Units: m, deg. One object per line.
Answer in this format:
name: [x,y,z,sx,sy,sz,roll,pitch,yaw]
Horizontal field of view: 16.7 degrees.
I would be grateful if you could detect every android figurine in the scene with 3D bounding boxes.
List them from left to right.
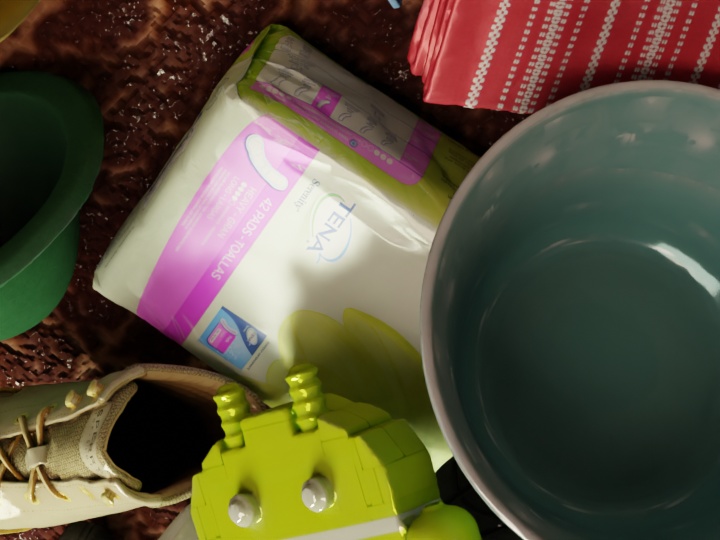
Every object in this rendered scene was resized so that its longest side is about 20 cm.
android figurine: [-0.011,0.139,1.047,0.181,0.041,0.201,-14,93,43]

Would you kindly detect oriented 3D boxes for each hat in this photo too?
hat: [-0.156,0.022,1.139,0.165,0.200,0.176,-30,125,0]

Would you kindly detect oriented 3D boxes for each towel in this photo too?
towel: [0.128,-0.116,0.953,0.199,0.023,0.145,6,132,-12]

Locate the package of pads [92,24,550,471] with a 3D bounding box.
package of pads: [0.000,0.000,1.101,0.199,0.068,0.155,34,130,-6]

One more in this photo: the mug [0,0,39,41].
mug: [-0.147,-0.194,0.964,0.149,0.153,0.187,-22,114,31]

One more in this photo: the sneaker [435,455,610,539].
sneaker: [0.110,0.099,1.076,0.199,0.073,0.082,-27,132,-9]

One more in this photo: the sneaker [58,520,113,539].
sneaker: [-0.100,0.214,1.296,0.104,0.060,0.201,9,131,16]

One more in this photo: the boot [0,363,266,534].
boot: [-0.156,0.086,1.123,0.155,0.199,0.073,-15,80,60]

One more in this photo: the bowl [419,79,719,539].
bowl: [0.110,0.035,0.985,0.200,0.201,0.105,31,163,-3]

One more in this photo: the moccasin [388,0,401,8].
moccasin: [0.033,-0.141,0.980,0.199,0.081,0.069,0,122,21]

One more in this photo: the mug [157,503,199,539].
mug: [-0.022,0.179,1.201,0.175,0.148,0.200,36,97,-5]
